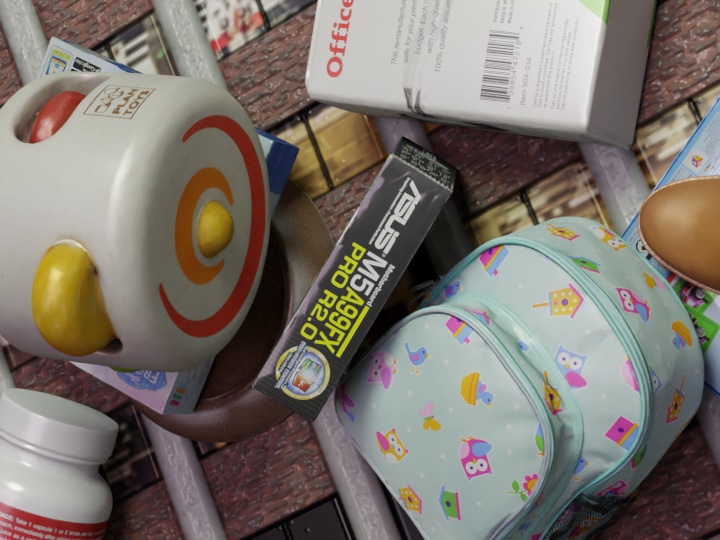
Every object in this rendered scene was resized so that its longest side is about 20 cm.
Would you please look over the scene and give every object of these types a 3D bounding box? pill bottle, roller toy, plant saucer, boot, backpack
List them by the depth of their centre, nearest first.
[{"bbox_3d":[0.222,-0.009,1.148,0.200,0.155,0.077,27,99,27],"label":"boot"},{"bbox_3d":[0.097,0.072,1.238,0.200,0.153,0.176,-48,68,27],"label":"backpack"},{"bbox_3d":[-0.143,-0.031,1.288,0.140,0.200,0.183,6,84,26],"label":"roller toy"},{"bbox_3d":[-0.107,0.019,1.437,0.200,0.032,0.200,-2,86,28],"label":"plant saucer"},{"bbox_3d":[-0.239,0.189,1.447,0.112,0.112,0.200,22,96,28],"label":"pill bottle"}]

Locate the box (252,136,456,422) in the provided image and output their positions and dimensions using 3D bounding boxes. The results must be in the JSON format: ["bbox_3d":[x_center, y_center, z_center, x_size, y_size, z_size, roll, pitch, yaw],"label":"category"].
[{"bbox_3d":[0.000,0.000,1.281,0.044,0.200,0.160,32,97,-1],"label":"box"}]

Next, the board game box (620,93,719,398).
[{"bbox_3d":[0.254,0.010,1.239,0.200,0.037,0.151,41,105,26],"label":"board game box"}]

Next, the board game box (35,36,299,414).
[{"bbox_3d":[-0.164,-0.032,1.429,0.200,0.043,0.199,27,98,27],"label":"board game box"}]

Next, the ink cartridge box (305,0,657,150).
[{"bbox_3d":[0.079,-0.164,1.321,0.200,0.084,0.146,10,90,28],"label":"ink cartridge box"}]
